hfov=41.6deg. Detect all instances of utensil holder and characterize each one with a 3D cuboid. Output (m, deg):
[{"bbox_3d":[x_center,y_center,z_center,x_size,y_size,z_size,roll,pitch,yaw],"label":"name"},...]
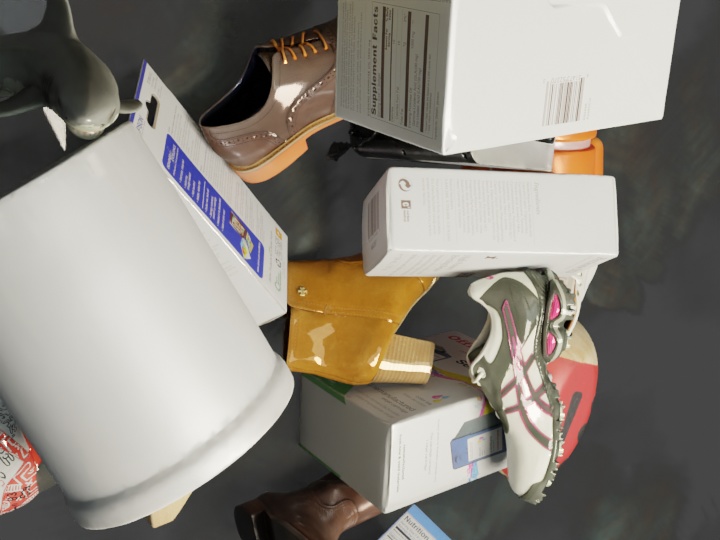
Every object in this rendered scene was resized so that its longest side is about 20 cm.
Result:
[{"bbox_3d":[-0.163,0.031,0.608,0.169,0.169,0.202,-36,107,-22],"label":"utensil holder"}]

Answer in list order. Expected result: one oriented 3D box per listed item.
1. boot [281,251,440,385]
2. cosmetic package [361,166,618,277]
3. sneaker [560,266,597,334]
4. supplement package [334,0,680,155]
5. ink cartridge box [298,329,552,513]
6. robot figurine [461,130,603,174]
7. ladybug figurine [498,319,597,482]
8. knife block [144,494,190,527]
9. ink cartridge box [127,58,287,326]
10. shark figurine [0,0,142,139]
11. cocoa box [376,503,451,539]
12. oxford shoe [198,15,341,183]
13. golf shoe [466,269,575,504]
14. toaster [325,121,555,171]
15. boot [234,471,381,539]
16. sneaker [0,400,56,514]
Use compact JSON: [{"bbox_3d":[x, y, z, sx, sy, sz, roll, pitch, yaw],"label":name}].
[{"bbox_3d":[0.000,0.001,0.850,0.142,0.071,0.204,11,68,-13],"label":"boot"},{"bbox_3d":[0.106,-0.037,0.799,0.197,0.102,0.075,2,79,-11],"label":"cosmetic package"},{"bbox_3d":[0.213,0.004,0.985,0.072,0.085,0.203,17,81,0],"label":"sneaker"},{"bbox_3d":[0.095,-0.170,0.588,0.198,0.110,0.158,-13,116,-34],"label":"supplement package"},{"bbox_3d":[0.061,0.132,0.892,0.198,0.145,0.089,-8,110,-35],"label":"ink cartridge box"},{"bbox_3d":[0.169,-0.093,0.921,0.141,0.117,0.203,5,107,7],"label":"robot figurine"},{"bbox_3d":[0.209,0.148,1.059,0.134,0.072,0.203,10,99,-39],"label":"ladybug figurine"},{"bbox_3d":[-0.173,0.078,0.747,0.175,0.064,0.201,38,81,-38],"label":"knife block"},{"bbox_3d":[-0.120,-0.055,0.724,0.037,0.095,0.201,-23,129,16],"label":"ink cartridge box"},{"bbox_3d":[-0.221,-0.145,0.595,0.128,0.212,0.091,-39,141,-63],"label":"shark figurine"},{"bbox_3d":[0.054,0.349,0.923,0.131,0.133,0.201,-39,151,-22],"label":"cocoa box"},{"bbox_3d":[-0.036,-0.153,0.721,0.200,0.071,0.073,-43,140,5],"label":"oxford shoe"},{"bbox_3d":[0.131,0.099,0.814,0.087,0.077,0.203,1,98,-4],"label":"golf shoe"},{"bbox_3d":[0.076,-0.174,0.781,0.117,0.199,0.184,3,95,-36],"label":"toaster"},{"bbox_3d":[0.008,0.215,0.858,0.198,0.186,0.065,-15,108,-30],"label":"boot"},{"bbox_3d":[-0.290,0.096,0.660,0.107,0.067,0.204,-30,124,-29],"label":"sneaker"}]
